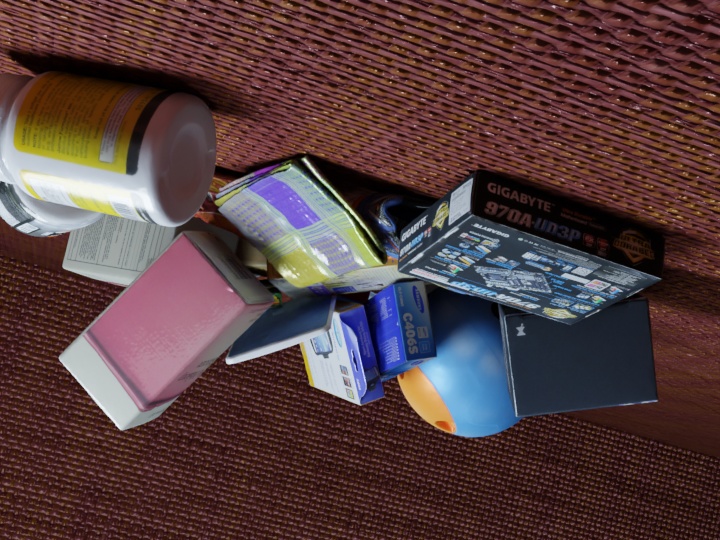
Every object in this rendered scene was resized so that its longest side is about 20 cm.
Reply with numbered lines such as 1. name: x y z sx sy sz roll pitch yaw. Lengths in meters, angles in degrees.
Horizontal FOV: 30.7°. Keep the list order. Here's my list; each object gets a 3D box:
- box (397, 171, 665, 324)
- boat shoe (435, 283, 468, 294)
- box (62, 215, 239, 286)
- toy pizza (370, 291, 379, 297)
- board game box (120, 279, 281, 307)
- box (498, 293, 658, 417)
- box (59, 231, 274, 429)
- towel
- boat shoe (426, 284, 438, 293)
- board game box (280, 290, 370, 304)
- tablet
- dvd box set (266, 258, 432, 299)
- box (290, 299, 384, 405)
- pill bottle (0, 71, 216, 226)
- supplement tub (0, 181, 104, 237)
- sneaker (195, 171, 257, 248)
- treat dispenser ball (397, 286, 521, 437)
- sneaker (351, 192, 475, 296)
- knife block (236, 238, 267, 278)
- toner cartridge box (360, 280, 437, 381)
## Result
1. box: 0.154 -0.015 1.205 0.198 0.047 0.159 17 157 -18
2. boat shoe: 0.141 0.001 1.385 0.198 0.074 0.065 14 167 7
3. box: -0.258 -0.041 1.630 0.198 0.129 0.108 9 172 40
4. toy pizza: -0.054 0.015 2.014 0.198 0.032 0.200 14 171 2
5. board game box: -0.206 0.037 1.680 0.197 0.024 0.105 -5 -167 -12
6. box: 0.228 0.083 1.403 0.146 0.109 0.200 -7 -179 5
7. box: -0.210 0.064 1.449 0.109 0.200 0.128 46 -172 6
8. towel: -0.063 -0.044 1.333 0.144 0.023 0.199 48 153 -16
9. boat shoe: 0.124 0.063 1.870 0.198 0.072 0.063 18 171 -31
10. board game box: -0.022 0.029 1.806 0.199 0.039 0.157 8 169 43
11. tablet: -0.091 0.065 1.586 0.129 0.014 0.200 -18 -168 6
12. dvd box set: 0.000 0.000 1.547 0.197 0.030 0.146 -7 169 9
13. box: -0.027 0.099 1.664 0.041 0.121 0.200 -17 -169 -23
14. pill bottle: -0.235 -0.111 1.142 0.198 0.116 0.114 12 172 20
15. supplement tub: -0.321 -0.099 1.364 0.121 0.124 0.200 17 173 -21
16. sneaker: -0.142 -0.077 1.445 0.198 0.074 0.077 22 -172 0
17. treat dispenser ball: 0.143 0.113 1.690 0.198 0.203 0.201 14 172 2
18. sneaker: 0.087 -0.026 1.304 0.198 0.076 0.078 15 169 -15
19. knife block: -0.133 -0.030 1.707 0.173 0.065 0.200 12 172 13
20. toner cartridge box: 0.035 0.081 1.628 0.043 0.096 0.200 -7 170 -19
